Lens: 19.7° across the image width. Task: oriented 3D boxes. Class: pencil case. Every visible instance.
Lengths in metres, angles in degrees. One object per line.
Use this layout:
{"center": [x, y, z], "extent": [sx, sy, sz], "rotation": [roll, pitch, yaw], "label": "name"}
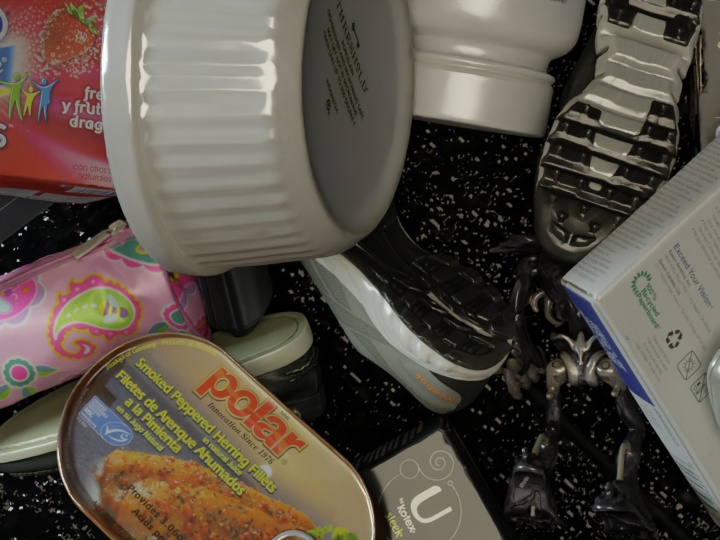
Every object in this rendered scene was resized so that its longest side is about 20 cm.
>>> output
{"center": [-0.183, 0.030, 1.159], "extent": [0.200, 0.087, 0.088], "rotation": [-20, 91, 5], "label": "pencil case"}

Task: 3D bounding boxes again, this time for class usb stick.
{"center": [-0.080, -0.057, 1.113], "extent": [0.033, 0.055, 0.200], "rotation": [3, 123, 22], "label": "usb stick"}

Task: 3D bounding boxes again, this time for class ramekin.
{"center": [-0.043, -0.095, 1.029], "extent": [0.094, 0.202, 0.203], "rotation": [3, 92, 21], "label": "ramekin"}

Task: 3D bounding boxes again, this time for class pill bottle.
{"center": [0.070, -0.178, 1.126], "extent": [0.113, 0.113, 0.200], "rotation": [9, 92, 3], "label": "pill bottle"}

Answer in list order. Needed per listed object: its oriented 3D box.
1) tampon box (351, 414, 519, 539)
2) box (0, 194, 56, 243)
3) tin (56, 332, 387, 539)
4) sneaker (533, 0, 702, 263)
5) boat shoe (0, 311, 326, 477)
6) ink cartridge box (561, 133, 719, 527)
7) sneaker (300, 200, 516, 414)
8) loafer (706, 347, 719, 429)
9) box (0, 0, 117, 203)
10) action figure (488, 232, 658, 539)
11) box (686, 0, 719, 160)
{"center": [-0.003, 0.192, 1.135], "extent": [0.200, 0.126, 0.150], "rotation": [-29, 89, 3], "label": "tampon box"}
{"center": [-0.191, -0.107, 1.116], "extent": [0.200, 0.079, 0.141], "rotation": [-39, 106, -18], "label": "box"}
{"center": [-0.071, 0.114, 1.070], "extent": [0.200, 0.042, 0.112], "rotation": [40, 87, 28], "label": "tin"}
{"center": [0.134, -0.071, 1.107], "extent": [0.066, 0.091, 0.200], "rotation": [19, 56, 3], "label": "sneaker"}
{"center": [-0.112, 0.087, 1.169], "extent": [0.199, 0.075, 0.066], "rotation": [-22, 114, 3], "label": "boat shoe"}
{"center": [0.225, 0.012, 1.075], "extent": [0.200, 0.043, 0.196], "rotation": [-41, 122, -10], "label": "ink cartridge box"}
{"center": [0.000, 0.000, 1.145], "extent": [0.074, 0.079, 0.200], "rotation": [-26, 63, -31], "label": "sneaker"}
{"center": [0.245, 0.098, 1.054], "extent": [0.070, 0.070, 0.200], "rotation": [-50, 124, -3], "label": "loafer"}
{"center": [-0.211, -0.091, 1.012], "extent": [0.200, 0.100, 0.096], "rotation": [6, 85, -21], "label": "box"}
{"center": [0.125, 0.048, 1.141], "extent": [0.119, 0.102, 0.200], "rotation": [4, 66, 11], "label": "action figure"}
{"center": [0.283, -0.074, 1.150], "extent": [0.200, 0.050, 0.199], "rotation": [-3, 93, 3], "label": "box"}
